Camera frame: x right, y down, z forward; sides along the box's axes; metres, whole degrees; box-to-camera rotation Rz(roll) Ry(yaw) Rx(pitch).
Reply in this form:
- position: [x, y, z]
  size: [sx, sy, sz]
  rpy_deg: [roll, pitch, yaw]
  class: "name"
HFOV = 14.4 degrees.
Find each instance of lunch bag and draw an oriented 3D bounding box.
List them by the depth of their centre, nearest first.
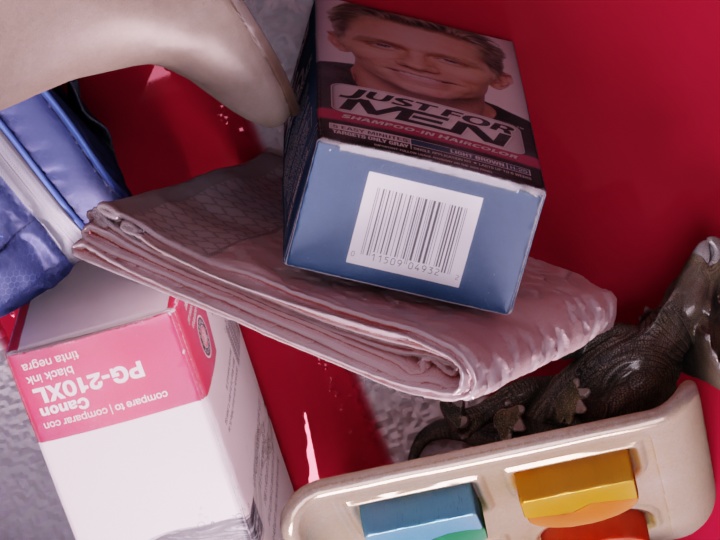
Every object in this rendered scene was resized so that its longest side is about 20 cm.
- position: [-0.195, -0.079, 1.261]
  size: [0.132, 0.136, 0.200]
  rpy_deg: [-38, 111, -3]
  class: "lunch bag"

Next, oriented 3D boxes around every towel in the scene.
- position: [0.000, 0.000, 1.239]
  size: [0.190, 0.200, 0.032]
  rpy_deg: [22, 106, 18]
  class: "towel"

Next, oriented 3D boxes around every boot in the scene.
- position: [-0.133, -0.101, 1.175]
  size: [0.146, 0.070, 0.200]
  rpy_deg: [-42, 108, -16]
  class: "boot"

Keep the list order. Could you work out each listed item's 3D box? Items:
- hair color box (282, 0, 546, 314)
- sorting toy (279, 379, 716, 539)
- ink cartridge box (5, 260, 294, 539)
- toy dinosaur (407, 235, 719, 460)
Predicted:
- position: [0.020, -0.055, 1.243]
  size: [0.100, 0.200, 0.061]
  rpy_deg: [13, 111, -7]
  class: "hair color box"
- position: [0.072, 0.120, 1.347]
  size: [0.199, 0.037, 0.185]
  rpy_deg: [-17, 157, 3]
  class: "sorting toy"
- position: [-0.089, 0.087, 1.330]
  size: [0.084, 0.145, 0.201]
  rpy_deg: [-15, 112, 7]
  class: "ink cartridge box"
- position: [0.106, 0.066, 1.361]
  size: [0.102, 0.077, 0.200]
  rpy_deg: [18, 129, -41]
  class: "toy dinosaur"
